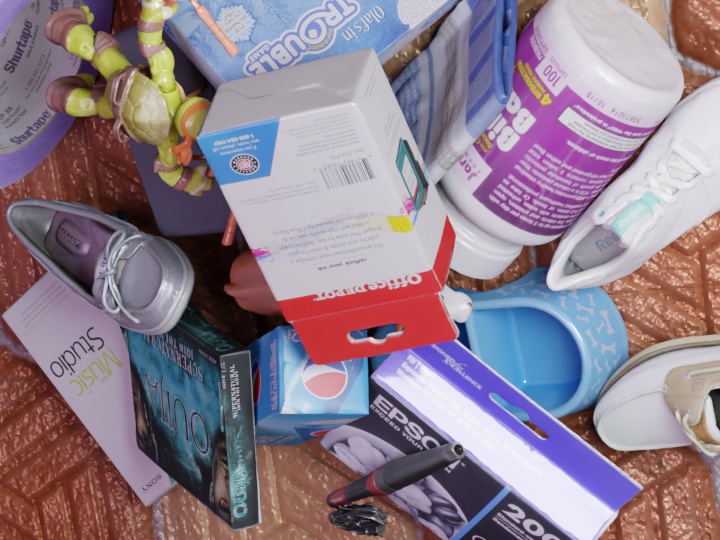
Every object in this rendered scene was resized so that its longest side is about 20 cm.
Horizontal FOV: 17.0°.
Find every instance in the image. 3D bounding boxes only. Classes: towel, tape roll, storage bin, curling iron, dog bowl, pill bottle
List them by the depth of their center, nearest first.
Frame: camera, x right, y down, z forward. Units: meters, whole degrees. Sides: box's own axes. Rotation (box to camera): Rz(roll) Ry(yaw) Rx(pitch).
[{"bbox_3d":[0.121,-0.089,1.654,0.112,0.112,0.200,45,122,9],"label":"pill bottle"},{"bbox_3d":[0.044,-0.107,1.670,0.024,0.147,0.200,26,132,-20],"label":"towel"},{"bbox_3d":[0.028,0.153,1.746,0.050,0.026,0.200,23,151,-14],"label":"curling iron"},{"bbox_3d":[0.095,0.061,1.760,0.200,0.050,0.112,-5,105,32],"label":"dog bowl"},{"bbox_3d":[-0.109,-0.113,1.770,0.134,0.145,0.200,-12,101,43],"label":"storage bin"},{"bbox_3d":[-0.276,-0.165,1.800,0.085,0.200,0.200,27,119,20],"label":"tape roll"}]

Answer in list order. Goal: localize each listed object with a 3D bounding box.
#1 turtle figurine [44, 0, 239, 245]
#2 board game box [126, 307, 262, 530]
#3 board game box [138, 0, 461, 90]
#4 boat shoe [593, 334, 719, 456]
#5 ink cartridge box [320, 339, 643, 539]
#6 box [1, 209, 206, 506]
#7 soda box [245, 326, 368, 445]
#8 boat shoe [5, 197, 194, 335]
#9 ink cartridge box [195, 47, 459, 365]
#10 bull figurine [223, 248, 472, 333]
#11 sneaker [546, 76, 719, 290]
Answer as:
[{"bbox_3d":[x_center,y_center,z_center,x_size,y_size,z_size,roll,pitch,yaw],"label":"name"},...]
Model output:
[{"bbox_3d":[-0.150,-0.111,1.656,0.161,0.064,0.200,25,139,37],"label":"turtle figurine"},{"bbox_3d":[-0.127,0.099,1.804,0.200,0.028,0.136,-152,55,-61],"label":"board game box"},{"bbox_3d":[-0.050,-0.219,1.671,0.199,0.200,0.043,49,168,5],"label":"board game box"},{"bbox_3d":[0.243,0.089,1.662,0.200,0.068,0.075,-25,123,34],"label":"boat shoe"},{"bbox_3d":[0.082,0.139,1.730,0.198,0.043,0.200,38,151,2],"label":"ink cartridge box"},{"bbox_3d":[-0.181,0.072,1.928,0.144,0.036,0.200,-41,86,33],"label":"box"},{"bbox_3d":[-0.053,0.087,1.770,0.200,0.068,0.064,149,121,-71],"label":"soda box"},{"bbox_3d":[-0.196,-0.008,1.818,0.202,0.065,0.075,33,101,48],"label":"boat shoe"},{"bbox_3d":[-0.013,-0.039,1.601,0.116,0.067,0.200,-11,125,21],"label":"ink cartridge box"},{"bbox_3d":[0.000,0.000,1.748,0.200,0.121,0.065,4,110,29],"label":"bull figurine"},{"bbox_3d":[0.201,-0.049,1.637,0.075,0.088,0.200,47,123,9],"label":"sneaker"}]
